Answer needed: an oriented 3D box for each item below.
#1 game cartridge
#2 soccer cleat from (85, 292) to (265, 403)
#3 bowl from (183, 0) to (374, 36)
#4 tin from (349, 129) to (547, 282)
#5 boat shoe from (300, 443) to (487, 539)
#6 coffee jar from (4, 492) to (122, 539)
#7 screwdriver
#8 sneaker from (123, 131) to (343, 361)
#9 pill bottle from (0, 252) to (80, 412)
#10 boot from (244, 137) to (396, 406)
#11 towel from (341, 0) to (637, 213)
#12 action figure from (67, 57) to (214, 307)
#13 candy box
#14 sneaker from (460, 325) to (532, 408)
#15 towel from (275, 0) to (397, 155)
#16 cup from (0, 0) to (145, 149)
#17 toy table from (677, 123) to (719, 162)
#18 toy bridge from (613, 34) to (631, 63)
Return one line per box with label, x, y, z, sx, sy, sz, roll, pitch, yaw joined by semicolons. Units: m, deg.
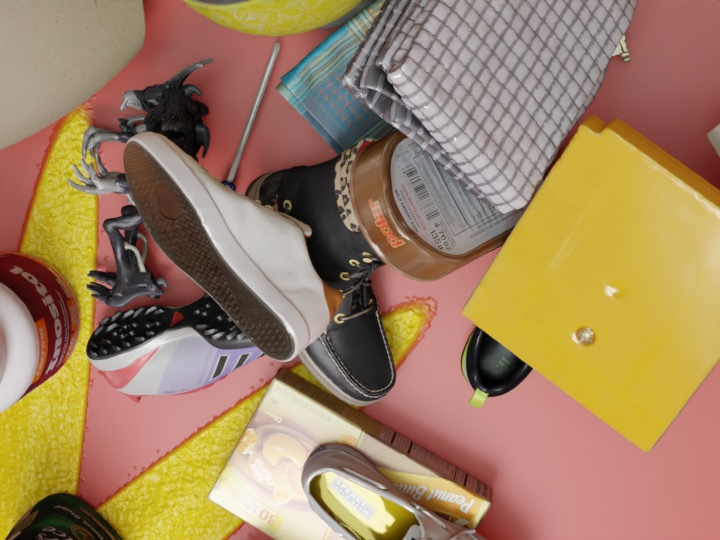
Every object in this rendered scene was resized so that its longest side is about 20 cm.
game cartridge;0.189;0.008;1.370;0.176;0.032;0.200;37;124;9
soccer cleat;-0.118;0.059;1.498;0.200;0.068;0.073;-12;130;26
bowl;-0.039;-0.246;1.436;0.200;0.200;0.108;-36;135;9
tin;0.070;-0.061;1.414;0.042;0.200;0.112;-23;93;40
boat shoe;0.038;0.210;1.457;0.202;0.086;0.075;41;99;-2
coffee jar;-0.247;0.246;1.488;0.085;0.200;0.104;-44;92;10
screwdriver;-0.099;-0.085;1.512;0.028;0.029;0.200;21;104;2
sneaker;-0.093;-0.029;1.418;0.200;0.085;0.073;51;142;-2
pill bottle;-0.291;0.052;1.466;0.113;0.200;0.113;1;98;5
boot;0.000;0.000;1.459;0.151;0.073;0.200;-23;89;52
towel;0.092;-0.161;1.365;0.166;0.086;0.200;41;69;-33
action figure;-0.175;-0.075;1.483;0.102;0.119;0.200;14;104;-1
candy box;-0.008;0.179;1.529;0.200;0.055;0.116;30;99;0
sneaker;0.139;0.018;1.479;0.072;0.083;0.200;24;99;1
towel;0.051;-0.157;1.457;0.200;0.022;0.147;-38;128;9
cup;-0.246;-0.201;1.448;0.143;0.200;0.201;-17;97;-18
toy table;0.277;-0.044;1.409;0.184;0.200;0.117;-35;85;-32
toy bridge;0.176;-0.255;1.464;0.067;0.027;0.200;-17;94;4
